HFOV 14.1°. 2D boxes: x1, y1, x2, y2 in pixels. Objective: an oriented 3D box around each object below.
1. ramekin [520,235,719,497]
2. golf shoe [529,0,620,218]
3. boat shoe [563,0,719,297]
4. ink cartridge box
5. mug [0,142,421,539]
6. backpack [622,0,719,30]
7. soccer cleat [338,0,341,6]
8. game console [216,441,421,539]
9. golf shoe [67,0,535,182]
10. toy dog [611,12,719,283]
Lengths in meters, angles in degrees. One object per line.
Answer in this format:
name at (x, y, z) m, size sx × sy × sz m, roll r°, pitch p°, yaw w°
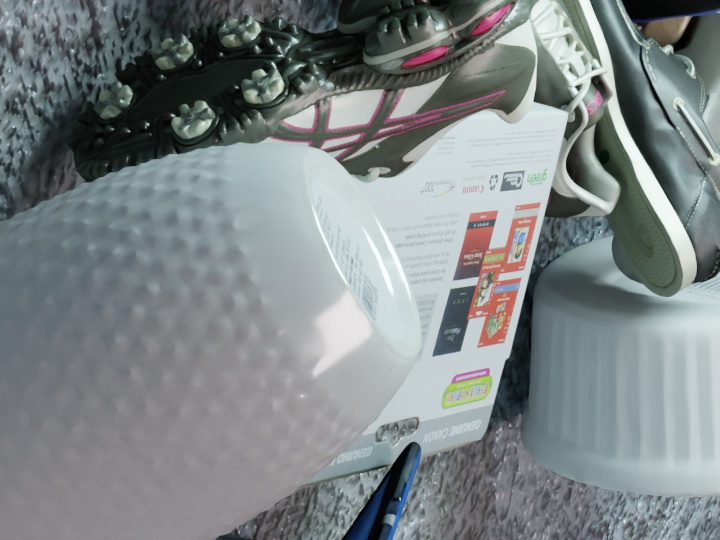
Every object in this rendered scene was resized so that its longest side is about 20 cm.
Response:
ramekin at (0.187, 0.045, 1.618) m, size 0.200 × 0.200 × 0.098 m, roll -28°, pitch 119°, yaw -52°
golf shoe at (0.088, -0.115, 1.472) m, size 0.077 × 0.088 × 0.200 m, roll -46°, pitch 139°, yaw -37°
boat shoe at (0.146, -0.088, 1.524) m, size 0.068 × 0.072 × 0.200 m, roll -23°, pitch 87°, yaw -20°
ink cartridge box at (0.000, 0.000, 1.382) m, size 0.200 × 0.084 × 0.176 m, roll -7°, pitch 113°, yaw -58°
mug at (-0.069, 0.023, 1.142) m, size 0.148 × 0.175 × 0.200 m, roll 60°, pitch 16°, yaw -11°
backpack at (0.220, -0.229, 1.557) m, size 0.191 × 0.200 × 0.154 m, roll -49°, pitch 129°, yaw -42°
soccer cleat at (0.016, -0.149, 1.296) m, size 0.086 × 0.070 × 0.200 m, roll -19°, pitch 166°, yaw -28°
game console at (-0.071, 0.168, 1.331) m, size 0.171 × 0.118 × 0.200 m, roll 14°, pitch 123°, yaw -31°
golf shoe at (-0.020, -0.065, 1.212) m, size 0.077 × 0.200 × 0.088 m, roll -108°, pitch 176°, yaw -50°
toy dog at (0.173, -0.072, 1.630) m, size 0.200 × 0.132 × 0.096 m, roll -44°, pitch 171°, yaw -30°
